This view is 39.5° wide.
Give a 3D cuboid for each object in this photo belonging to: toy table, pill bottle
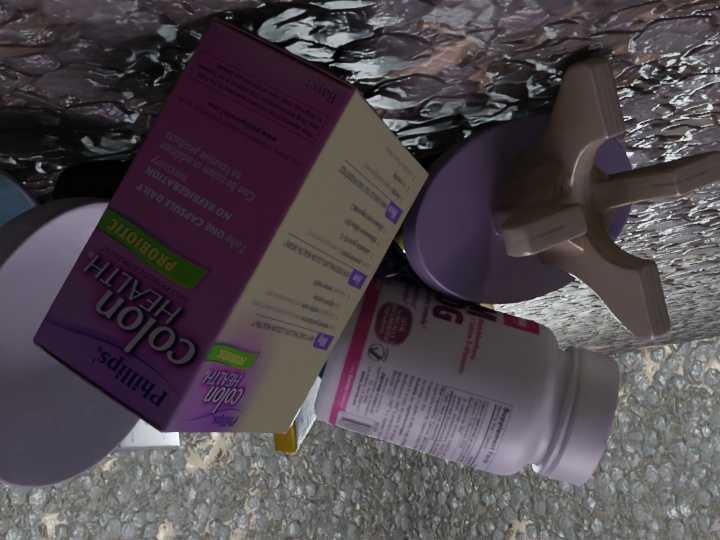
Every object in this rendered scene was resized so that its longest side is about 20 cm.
[{"bbox_3d":[0.142,-0.043,0.684,0.200,0.185,0.117,-33,-164,-25],"label":"toy table"},{"bbox_3d":[0.076,0.081,0.726,0.199,0.114,0.113,17,169,1],"label":"pill bottle"}]

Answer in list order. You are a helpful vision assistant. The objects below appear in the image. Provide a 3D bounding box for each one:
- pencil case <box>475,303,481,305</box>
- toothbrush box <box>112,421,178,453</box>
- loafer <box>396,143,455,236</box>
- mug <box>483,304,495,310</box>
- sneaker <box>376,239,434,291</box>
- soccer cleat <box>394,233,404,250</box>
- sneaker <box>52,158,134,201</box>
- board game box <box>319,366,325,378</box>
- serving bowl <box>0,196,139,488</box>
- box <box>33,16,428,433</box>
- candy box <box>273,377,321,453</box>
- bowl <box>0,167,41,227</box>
[{"bbox_3d":[0.120,-0.030,0.824,0.086,0.079,0.200,-3,-170,28],"label":"pencil case"},{"bbox_3d":[-0.265,0.093,1.077,0.086,0.201,0.146,-8,170,12],"label":"toothbrush box"},{"bbox_3d":[0.011,-0.052,0.745,0.200,0.072,0.063,-29,171,-41],"label":"loafer"},{"bbox_3d":[0.070,0.067,1.175,0.186,0.150,0.153,-9,-154,-38],"label":"mug"},{"bbox_3d":[0.000,0.000,0.827,0.079,0.200,0.096,-44,147,-10],"label":"sneaker"},{"bbox_3d":[0.059,-0.038,0.934,0.083,0.065,0.200,-2,172,37],"label":"soccer cleat"},{"bbox_3d":[-0.178,-0.024,0.804,0.090,0.076,0.200,3,145,12],"label":"sneaker"},{"bbox_3d":[0.027,0.034,1.002,0.135,0.035,0.200,-39,-174,17],"label":"board game box"},{"bbox_3d":[-0.211,0.041,0.684,0.066,0.201,0.200,19,-178,28],"label":"serving bowl"},{"bbox_3d":[-0.064,-0.013,0.594,0.096,0.201,0.176,29,180,18],"label":"box"},{"bbox_3d":[-0.064,0.057,0.933,0.026,0.201,0.102,2,-159,17],"label":"candy box"},{"bbox_3d":[-0.328,0.012,0.720,0.105,0.202,0.200,11,-178,37],"label":"bowl"}]
